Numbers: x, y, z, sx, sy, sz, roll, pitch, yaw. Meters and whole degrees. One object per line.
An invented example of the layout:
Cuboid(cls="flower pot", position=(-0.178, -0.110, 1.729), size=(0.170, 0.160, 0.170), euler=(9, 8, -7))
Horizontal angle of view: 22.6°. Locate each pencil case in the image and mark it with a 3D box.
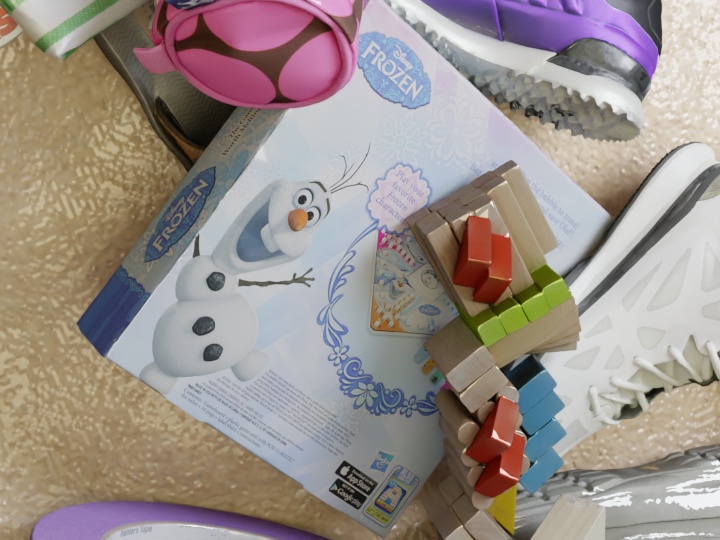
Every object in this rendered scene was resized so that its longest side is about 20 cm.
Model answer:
Cuboid(cls="pencil case", position=(-0.043, -0.173, 0.788), size=(0.093, 0.202, 0.091), euler=(-8, 148, 21))

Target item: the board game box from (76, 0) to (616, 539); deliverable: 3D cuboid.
Cuboid(cls="board game box", position=(0.000, 0.000, 0.857), size=(0.200, 0.043, 0.200), euler=(38, 89, -37))

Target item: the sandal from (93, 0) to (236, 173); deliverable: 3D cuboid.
Cuboid(cls="sandal", position=(-0.056, -0.079, 0.855), size=(0.082, 0.055, 0.201), euler=(-40, 108, -5))

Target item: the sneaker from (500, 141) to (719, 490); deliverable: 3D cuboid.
Cuboid(cls="sneaker", position=(0.150, 0.044, 0.886), size=(0.201, 0.115, 0.076), euler=(-54, 151, 1))

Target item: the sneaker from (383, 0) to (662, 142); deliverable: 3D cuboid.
Cuboid(cls="sneaker", position=(0.060, -0.145, 0.873), size=(0.199, 0.070, 0.100), euler=(24, 79, -13))

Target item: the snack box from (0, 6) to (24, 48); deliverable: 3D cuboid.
Cuboid(cls="snack box", position=(-0.230, -0.067, 0.805), size=(0.199, 0.072, 0.024), euler=(-36, 108, -6))

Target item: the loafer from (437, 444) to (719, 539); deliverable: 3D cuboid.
Cuboid(cls="loafer", position=(0.137, 0.137, 0.934), size=(0.198, 0.070, 0.071), euler=(-7, 93, -13))

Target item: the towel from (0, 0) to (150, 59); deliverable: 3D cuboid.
Cuboid(cls="towel", position=(-0.143, -0.205, 0.786), size=(0.152, 0.023, 0.201), euler=(-42, 106, -41))

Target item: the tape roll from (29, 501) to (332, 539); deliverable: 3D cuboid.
Cuboid(cls="tape roll", position=(-0.059, 0.168, 0.821), size=(0.198, 0.200, 0.066), euler=(12, 98, -16))

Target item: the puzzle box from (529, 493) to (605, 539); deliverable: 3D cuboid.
Cuboid(cls="puzzle box", position=(0.081, 0.226, 0.878), size=(0.133, 0.025, 0.202), euler=(-48, 144, -45))

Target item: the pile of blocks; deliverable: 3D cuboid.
Cuboid(cls="pile of blocks", position=(0.071, 0.055, 0.834), size=(0.081, 0.062, 0.202), euler=(-7, 108, -10))
